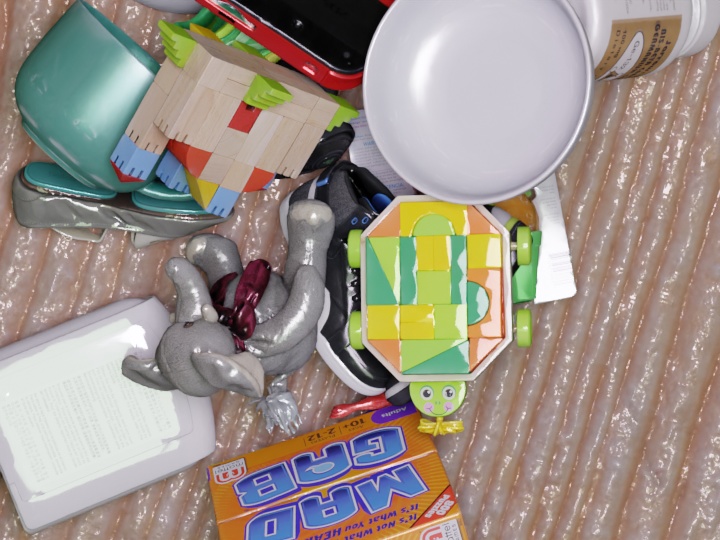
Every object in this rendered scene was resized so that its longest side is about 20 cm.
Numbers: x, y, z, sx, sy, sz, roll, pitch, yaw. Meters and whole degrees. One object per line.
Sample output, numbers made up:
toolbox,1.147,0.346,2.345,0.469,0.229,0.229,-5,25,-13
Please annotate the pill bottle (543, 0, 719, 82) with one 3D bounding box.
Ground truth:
pill bottle,0.222,-0.223,1.609,0.199,0.114,0.115,-12,98,-44

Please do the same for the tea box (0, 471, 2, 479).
tea box,-0.408,0.126,1.588,0.133,0.200,0.198,-21,98,-3

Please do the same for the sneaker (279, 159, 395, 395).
sneaker,0.000,0.000,1.615,0.073,0.112,0.201,-10,71,-43

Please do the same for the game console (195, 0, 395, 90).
game console,-0.048,-0.267,1.580,0.199,0.031,0.178,33,64,-9

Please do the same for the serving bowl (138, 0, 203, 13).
serving bowl,-0.153,-0.329,1.629,0.198,0.066,0.202,0,95,-5

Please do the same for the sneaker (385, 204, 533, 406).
sneaker,0.069,0.022,1.609,0.083,0.072,0.201,35,93,9

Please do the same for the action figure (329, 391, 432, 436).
action figure,-0.020,0.098,1.686,0.099,0.065,0.200,-45,96,-6

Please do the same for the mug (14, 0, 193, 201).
mug,-0.213,-0.131,1.596,0.114,0.152,0.185,-47,69,4

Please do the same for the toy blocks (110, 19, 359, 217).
toy blocks,-0.114,-0.111,1.541,0.199,0.100,0.137,15,112,-46

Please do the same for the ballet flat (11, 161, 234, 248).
ballet flat,-0.214,-0.053,1.664,0.198,0.068,0.064,9,122,-5

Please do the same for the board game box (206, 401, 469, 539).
board game box,-0.003,0.269,1.609,0.199,0.200,0.201,-18,116,-3

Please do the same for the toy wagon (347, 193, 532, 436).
toy wagon,0.067,0.038,1.551,0.154,0.040,0.202,-1,87,9

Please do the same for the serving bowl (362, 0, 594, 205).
serving bowl,0.104,-0.152,1.531,0.199,0.066,0.202,-1,88,23

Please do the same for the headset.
headset,-0.043,-0.152,1.634,0.198,0.094,0.125,-8,79,8

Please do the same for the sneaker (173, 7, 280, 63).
sneaker,-0.076,-0.232,1.604,0.200,0.074,0.084,-37,136,-11

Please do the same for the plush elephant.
plush elephant,-0.118,0.046,1.576,0.164,0.154,0.202,-7,87,38

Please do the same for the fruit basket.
fruit basket,0.089,-0.058,1.681,0.184,0.094,0.202,-10,81,-4

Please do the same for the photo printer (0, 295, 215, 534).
photo printer,-0.236,0.123,1.664,0.199,0.069,0.168,-23,97,-6
